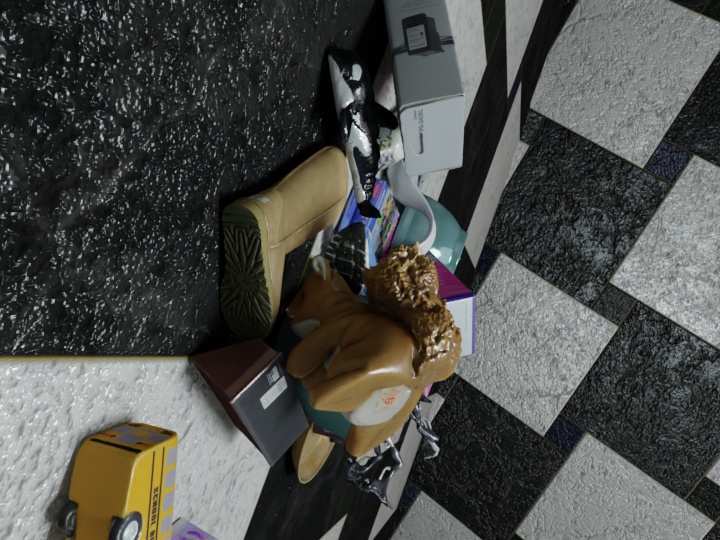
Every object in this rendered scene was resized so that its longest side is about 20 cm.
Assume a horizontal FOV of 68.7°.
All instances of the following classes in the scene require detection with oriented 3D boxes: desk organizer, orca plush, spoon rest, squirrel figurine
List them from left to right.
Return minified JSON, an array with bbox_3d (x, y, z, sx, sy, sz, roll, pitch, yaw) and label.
[{"bbox_3d":[-0.125,0.149,0.625,0.072,0.076,0.202,-43,151,-25],"label":"desk organizer"},{"bbox_3d":[0.007,0.061,0.589,0.198,0.188,0.142,-34,137,2],"label":"squirrel figurine"},{"bbox_3d":[0.014,-0.167,0.647,0.105,0.069,0.205,-68,149,-76],"label":"orca plush"},{"bbox_3d":[0.088,-0.117,0.898,0.100,0.059,0.204,61,18,-61],"label":"spoon rest"}]

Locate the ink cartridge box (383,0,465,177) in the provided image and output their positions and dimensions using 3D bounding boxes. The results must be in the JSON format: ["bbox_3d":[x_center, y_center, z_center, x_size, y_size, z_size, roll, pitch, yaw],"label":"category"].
[{"bbox_3d":[0.085,-0.253,0.704,0.146,0.081,0.205,69,15,-65],"label":"ink cartridge box"}]

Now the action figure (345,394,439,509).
[{"bbox_3d":[0.056,0.255,0.827,0.102,0.117,0.202,50,61,-36],"label":"action figure"}]

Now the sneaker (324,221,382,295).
[{"bbox_3d":[0.000,0.000,0.817,0.089,0.077,0.203,-47,152,-34],"label":"sneaker"}]

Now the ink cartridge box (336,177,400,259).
[{"bbox_3d":[0.019,-0.077,0.896,0.122,0.041,0.200,-68,160,-10],"label":"ink cartridge box"}]

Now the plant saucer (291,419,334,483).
[{"bbox_3d":[-0.078,0.293,0.992,0.202,0.035,0.203,-56,157,-38],"label":"plant saucer"}]

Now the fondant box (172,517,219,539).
[{"bbox_3d":[-0.201,0.366,0.542,0.199,0.141,0.060,-21,127,-66],"label":"fondant box"}]

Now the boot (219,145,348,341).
[{"bbox_3d":[-0.078,-0.035,0.618,0.200,0.065,0.179,-46,152,-54],"label":"boot"}]

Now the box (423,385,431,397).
[{"bbox_3d":[0.094,0.138,1.110,0.203,0.172,0.097,-62,160,-23],"label":"box"}]

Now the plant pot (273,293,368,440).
[{"bbox_3d":[-0.031,0.124,0.738,0.200,0.157,0.206,17,90,-80],"label":"plant pot"}]

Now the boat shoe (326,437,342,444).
[{"bbox_3d":[-0.006,0.232,0.991,0.205,0.062,0.074,-67,164,-8],"label":"boat shoe"}]

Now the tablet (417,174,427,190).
[{"bbox_3d":[0.130,-0.248,0.965,0.202,0.013,0.132,-76,-179,-50],"label":"tablet"}]

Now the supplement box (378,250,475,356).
[{"bbox_3d":[0.104,0.052,0.873,0.201,0.101,0.104,-120,-157,-63],"label":"supplement box"}]

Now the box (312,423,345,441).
[{"bbox_3d":[-0.010,0.186,0.906,0.075,0.098,0.205,23,73,-58],"label":"box"}]

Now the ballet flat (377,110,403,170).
[{"bbox_3d":[0.072,-0.224,0.850,0.201,0.071,0.073,-54,156,-41],"label":"ballet flat"}]

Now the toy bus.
[{"bbox_3d":[-0.210,0.247,0.457,0.078,0.063,0.206,-1,96,-72],"label":"toy bus"}]

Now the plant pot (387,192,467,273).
[{"bbox_3d":[0.135,-0.043,1.055,0.200,0.131,0.205,22,90,-82],"label":"plant pot"}]
